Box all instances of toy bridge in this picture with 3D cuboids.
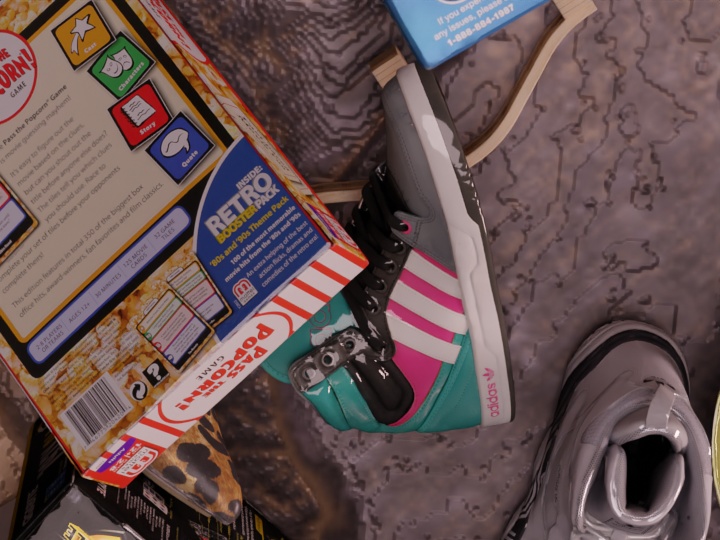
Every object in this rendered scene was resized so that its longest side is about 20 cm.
[{"bbox_3d":[0.028,-0.075,1.391,0.199,0.027,0.067,-34,104,6],"label":"toy bridge"}]

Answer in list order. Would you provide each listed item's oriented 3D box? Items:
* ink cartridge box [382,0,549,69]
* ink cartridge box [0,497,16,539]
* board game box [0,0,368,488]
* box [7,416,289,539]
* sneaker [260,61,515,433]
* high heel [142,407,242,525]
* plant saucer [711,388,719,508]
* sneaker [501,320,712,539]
[{"bbox_3d":[0.037,-0.221,1.295,0.147,0.145,0.201,-29,104,5],"label":"ink cartridge box"},{"bbox_3d":[-0.155,0.222,1.417,0.144,0.085,0.201,-30,104,10],"label":"ink cartridge box"},{"bbox_3d":[-0.114,-0.030,1.283,0.151,0.046,0.200,-41,68,9],"label":"board game box"},{"bbox_3d":[-0.086,0.134,1.346,0.160,0.200,0.049,43,97,-12],"label":"box"},{"bbox_3d":[0.000,0.000,1.366,0.120,0.084,0.201,-13,124,-2],"label":"sneaker"},{"bbox_3d":[-0.079,0.006,1.344,0.143,0.071,0.200,-44,64,12],"label":"high heel"},{"bbox_3d":[0.264,0.081,1.415,0.198,0.031,0.202,-1,96,-7],"label":"plant saucer"},{"bbox_3d":[0.114,0.131,1.399,0.075,0.115,0.201,14,102,-6],"label":"sneaker"}]
